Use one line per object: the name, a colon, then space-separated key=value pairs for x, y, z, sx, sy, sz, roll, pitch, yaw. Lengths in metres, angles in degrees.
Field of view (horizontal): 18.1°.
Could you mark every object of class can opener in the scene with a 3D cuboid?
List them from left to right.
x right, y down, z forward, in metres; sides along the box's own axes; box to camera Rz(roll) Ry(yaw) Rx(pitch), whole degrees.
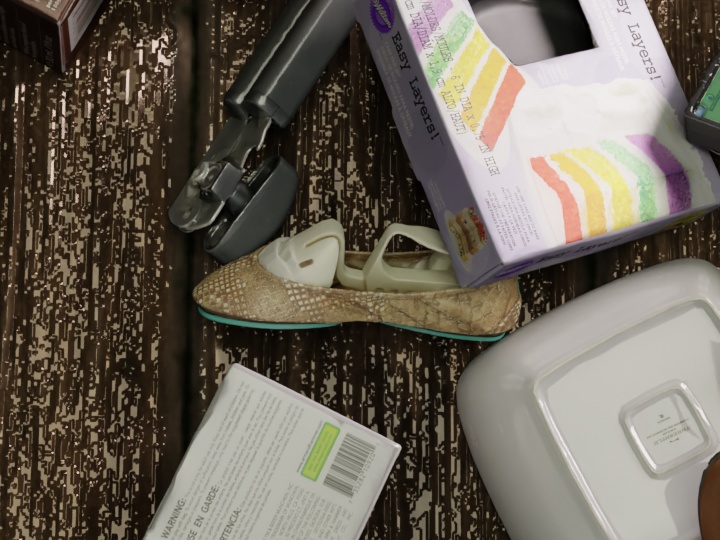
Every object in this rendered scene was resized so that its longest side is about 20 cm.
can opener: x=-0.047 y=-0.097 z=1.391 sx=0.067 sy=0.053 sz=0.200 roll=41 pitch=74 yaw=-29

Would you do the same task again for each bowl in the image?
bowl: x=0.175 y=0.101 z=1.350 sx=0.200 sy=0.075 sz=0.200 roll=-26 pitch=81 yaw=-9

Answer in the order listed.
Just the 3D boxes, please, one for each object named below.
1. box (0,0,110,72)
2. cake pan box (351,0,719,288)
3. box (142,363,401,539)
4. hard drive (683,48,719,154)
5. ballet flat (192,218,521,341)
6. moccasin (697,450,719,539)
box: x=-0.250 y=-0.206 z=1.360 sx=0.200 sy=0.100 sz=0.075 roll=29 pitch=77 yaw=1
cake pan box: x=0.109 y=-0.104 z=1.367 sx=0.184 sy=0.052 sz=0.200 roll=-13 pitch=77 yaw=-34
box: x=-0.053 y=0.136 z=1.254 sx=0.101 sy=0.200 sz=0.113 roll=26 pitch=78 yaw=1
hard drive: x=0.301 y=-0.140 z=1.371 sx=0.139 sy=0.038 sz=0.200 roll=22 pitch=68 yaw=22
ballet flat: x=0.000 y=0.000 z=1.353 sx=0.199 sy=0.071 sz=0.065 roll=2 pitch=118 yaw=-12
moccasin: x=0.243 y=0.184 z=1.288 sx=0.073 sy=0.078 sz=0.202 roll=-20 pitch=116 yaw=-13
